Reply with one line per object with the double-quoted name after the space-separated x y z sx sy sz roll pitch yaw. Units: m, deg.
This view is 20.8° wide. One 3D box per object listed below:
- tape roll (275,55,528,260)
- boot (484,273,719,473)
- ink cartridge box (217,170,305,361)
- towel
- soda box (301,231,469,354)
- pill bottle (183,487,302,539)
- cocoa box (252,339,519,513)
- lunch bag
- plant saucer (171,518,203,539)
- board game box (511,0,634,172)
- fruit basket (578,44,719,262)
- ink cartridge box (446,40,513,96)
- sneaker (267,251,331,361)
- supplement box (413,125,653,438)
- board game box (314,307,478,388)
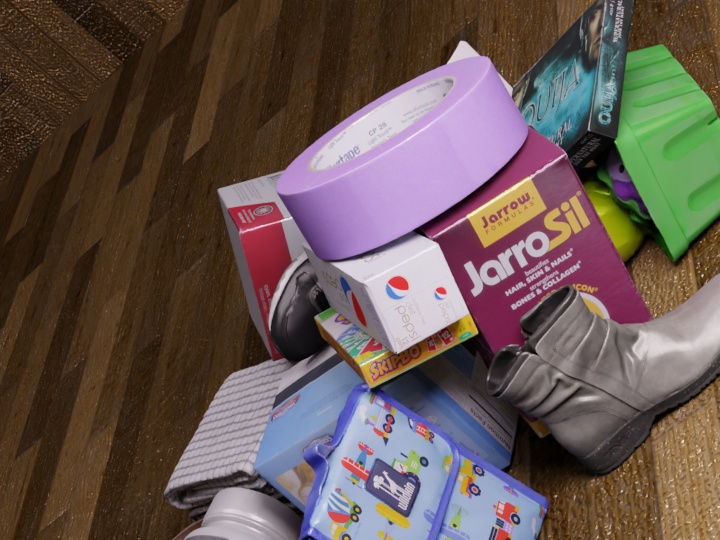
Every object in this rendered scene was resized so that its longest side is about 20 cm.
0.032 -0.090 1.559 0.199 0.066 0.200 -31 14 9 "tape roll"
0.199 0.053 1.499 0.200 0.131 0.068 -47 21 7 "boot"
-0.022 -0.024 1.946 0.199 0.146 0.145 -17 21 -7 "ink cartridge box"
-0.095 0.170 1.961 0.200 0.086 0.166 -22 32 53 "towel"
0.016 0.005 1.549 0.068 0.064 0.200 -28 16 -9 "soda box"
-0.126 0.302 1.752 0.114 0.114 0.201 -24 32 48 "pill bottle"
0.027 0.128 1.708 0.200 0.133 0.132 -34 24 33 "cocoa box"
0.031 0.192 1.501 0.094 0.200 0.151 -28 30 44 "lunch bag"
-0.177 0.331 1.912 0.200 0.034 0.201 -42 24 23 "plant saucer"
0.171 -0.136 1.667 0.200 0.028 0.136 135 148 -62 "board game box"
0.216 -0.081 1.697 0.215 0.156 0.216 -25 24 12 "fruit basket"
0.120 -0.099 1.806 0.068 0.200 0.115 -24 28 49 "ink cartridge box"
0.000 0.000 1.731 0.200 0.076 0.087 -49 25 -12 "sneaker"
0.139 0.008 1.561 0.130 0.201 0.103 -32 21 -3 "supplement box"
0.024 0.043 1.586 0.095 0.030 0.200 -27 12 -7 "board game box"
